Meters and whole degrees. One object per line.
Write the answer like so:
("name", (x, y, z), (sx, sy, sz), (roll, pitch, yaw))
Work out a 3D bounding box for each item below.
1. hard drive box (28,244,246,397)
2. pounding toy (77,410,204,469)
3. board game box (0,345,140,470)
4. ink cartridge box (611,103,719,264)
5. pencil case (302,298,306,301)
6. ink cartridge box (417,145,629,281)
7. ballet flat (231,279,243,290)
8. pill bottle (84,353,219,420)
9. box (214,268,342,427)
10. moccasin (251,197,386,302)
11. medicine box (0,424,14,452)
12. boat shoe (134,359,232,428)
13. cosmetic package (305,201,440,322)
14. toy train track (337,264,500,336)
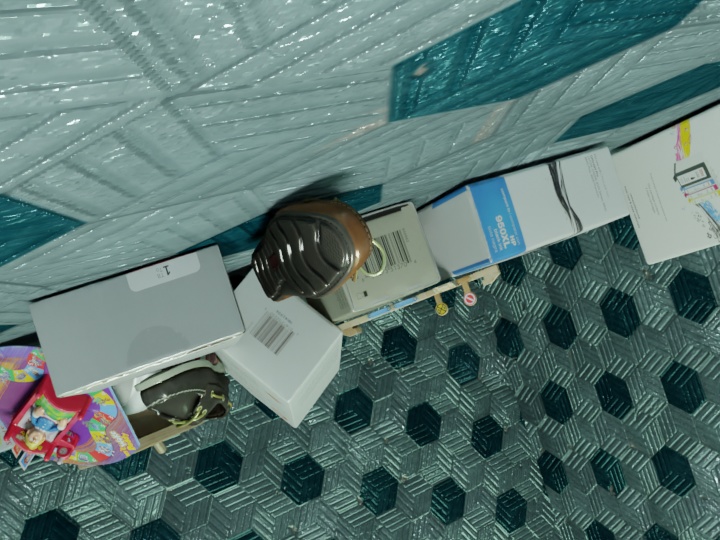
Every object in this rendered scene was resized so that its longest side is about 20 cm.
("hard drive box", (-0.189, 0.051, 0.707), (0.153, 0.078, 0.200), (-18, 177, -14))
("pounding toy", (-0.320, 0.181, 1.106), (0.140, 0.188, 0.199), (-20, 176, 27))
("board game box", (-0.328, 0.163, 0.834), (0.155, 0.202, 0.039), (-1, -138, 10))
("ink cartridge box", (0.430, -0.114, 0.920), (0.145, 0.147, 0.199), (-17, 176, -30))
("pencil case", (-0.059, 0.033, 1.131), (0.197, 0.089, 0.087), (-17, 176, -17))
("ink cartridge box", (0.173, -0.060, 0.876), (0.197, 0.086, 0.144), (-18, 177, -25))
("ballet flat", (-0.153, 0.045, 0.970), (0.065, 0.058, 0.200), (-21, 176, 12))
("pill bottle", (-0.259, 0.108, 0.947), (0.108, 0.112, 0.199), (-20, 176, 26))
("box", (-0.097, 0.095, 0.919), (0.098, 0.124, 0.200), (-51, 171, -16))
("moccasin", (-0.029, -0.016, 0.601), (0.077, 0.075, 0.201), (-27, 176, -18))
("medicine box", (-0.523, 0.219, 1.280), (0.197, 0.105, 0.182), (-19, 177, -9))
("boat shoe", (-0.182, 0.136, 0.850), (0.070, 0.062, 0.201), (-20, 172, 4))
("cosmetic package", (0.000, 0.000, 0.852), (0.102, 0.089, 0.200), (-19, 176, -17))
("toy train track", (0.068, 0.043, 0.899), (0.197, 0.033, 0.115), (-21, 176, 15))
